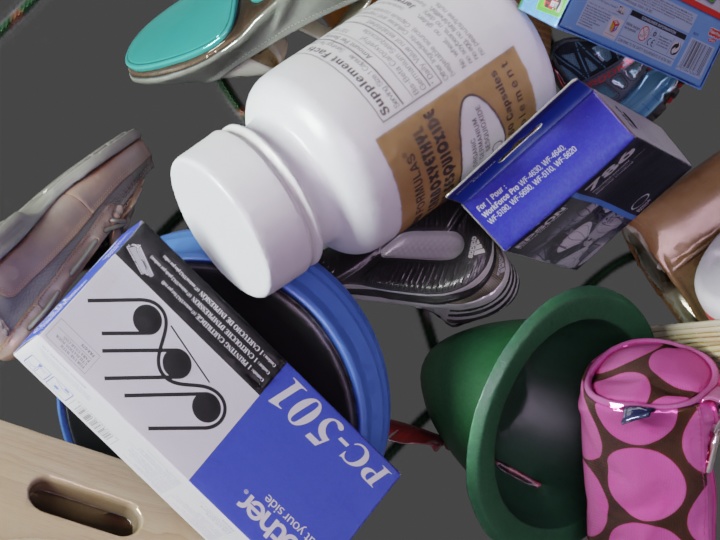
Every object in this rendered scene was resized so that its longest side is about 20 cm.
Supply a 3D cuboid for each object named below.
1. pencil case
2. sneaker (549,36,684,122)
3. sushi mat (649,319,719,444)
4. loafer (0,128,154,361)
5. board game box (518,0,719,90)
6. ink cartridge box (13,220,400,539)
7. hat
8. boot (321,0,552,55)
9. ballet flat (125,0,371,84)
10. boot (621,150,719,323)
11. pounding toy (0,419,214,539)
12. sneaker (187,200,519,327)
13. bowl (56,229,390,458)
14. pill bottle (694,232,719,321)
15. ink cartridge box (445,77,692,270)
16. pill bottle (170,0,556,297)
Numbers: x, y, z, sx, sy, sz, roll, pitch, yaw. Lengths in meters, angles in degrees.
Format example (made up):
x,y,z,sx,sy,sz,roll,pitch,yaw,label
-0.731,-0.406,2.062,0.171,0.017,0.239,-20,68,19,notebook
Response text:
x,y,z,sx,sy,sz,roll,pitch,yaw,label
0.178,0.145,1.323,0.093,0.091,0.201,8,121,27,pencil case
0.186,-0.185,1.371,0.095,0.079,0.200,33,83,-4,sneaker
0.221,0.068,1.310,0.012,0.200,0.096,-36,93,-9,sushi mat
-0.170,-0.014,1.273,0.072,0.200,0.063,-33,98,36,loafer
0.183,-0.213,1.246,0.151,0.037,0.201,15,105,-49,board game box
-0.081,0.078,1.211,0.200,0.044,0.094,45,60,-8,ink cartridge box
0.058,0.067,1.375,0.200,0.176,0.166,24,87,-48,hat
0.015,-0.111,1.348,0.200,0.071,0.145,13,93,-4,boot
-0.052,-0.145,1.300,0.064,0.200,0.068,39,41,-29,ballet flat
0.242,-0.081,1.385,0.200,0.066,0.175,-37,94,-7,boot
-0.186,0.151,1.254,0.199,0.184,0.143,19,47,-8,pounding toy
0.000,0.000,1.340,0.200,0.115,0.076,8,73,25,sneaker
-0.083,0.076,1.294,0.200,0.039,0.201,5,109,15,bowl
0.290,0.060,1.342,0.114,0.114,0.200,-37,116,-8,pill bottle
0.123,-0.050,1.278,0.099,0.200,0.039,-42,73,14,ink cartridge box
0.001,-0.075,1.236,0.200,0.114,0.115,-35,94,-21,pill bottle
